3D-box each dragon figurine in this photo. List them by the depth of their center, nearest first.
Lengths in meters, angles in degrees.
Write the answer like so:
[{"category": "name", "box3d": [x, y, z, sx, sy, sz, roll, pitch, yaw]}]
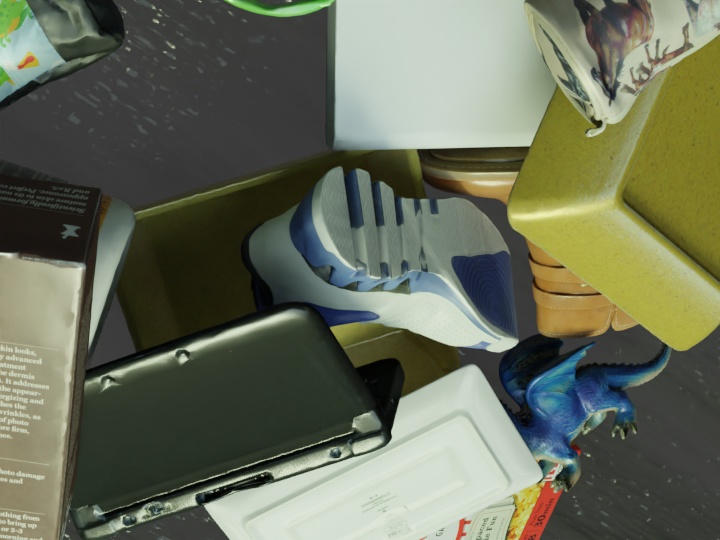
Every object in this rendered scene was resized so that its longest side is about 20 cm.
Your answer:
[{"category": "dragon figurine", "box3d": [0.131, 0.077, 1.268, 0.200, 0.059, 0.100, -38, 110, -16]}]

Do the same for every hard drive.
[{"category": "hard drive", "box3d": [0.079, -0.139, 1.125, 0.198, 0.026, 0.133, -2, 103, -14]}]

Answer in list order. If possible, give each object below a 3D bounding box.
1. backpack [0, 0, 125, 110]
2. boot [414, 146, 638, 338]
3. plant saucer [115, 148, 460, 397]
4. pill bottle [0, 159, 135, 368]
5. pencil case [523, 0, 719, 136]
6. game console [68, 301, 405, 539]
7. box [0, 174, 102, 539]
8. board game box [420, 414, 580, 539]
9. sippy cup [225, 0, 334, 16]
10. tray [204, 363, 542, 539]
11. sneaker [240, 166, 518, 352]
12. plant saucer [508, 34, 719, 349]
[{"category": "backpack", "box3d": [-0.242, -0.121, 0.977, 0.200, 0.163, 0.154, -40, 127, 8]}, {"category": "boot", "box3d": [0.123, -0.024, 1.219, 0.198, 0.074, 0.156, -1, 129, -12]}, {"category": "plant saucer", "box3d": [-0.049, 0.010, 1.208, 0.198, 0.049, 0.201, -16, 127, -3]}, {"category": "pill bottle", "box3d": [-0.235, -0.014, 1.074, 0.199, 0.117, 0.117, 19, 119, -5]}, {"category": "pencil case", "box3d": [0.179, -0.157, 1.026, 0.199, 0.090, 0.078, -36, 170, -6]}, {"category": "game console", "box3d": [-0.089, 0.071, 1.118, 0.199, 0.176, 0.117, -18, 104, 12]}, {"category": "box", "box3d": [-0.192, 0.051, 0.979, 0.099, 0.075, 0.201, 9, 126, -4]}, {"category": "board game box", "box3d": [0.038, 0.173, 1.322, 0.199, 0.046, 0.152, -1, 126, -33]}, {"category": "sippy cup", "box3d": [-0.036, -0.235, 0.995, 0.129, 0.179, 0.140, 18, 154, -14]}, {"category": "tray", "box3d": [0.010, 0.144, 1.219, 0.199, 0.022, 0.108, -27, 122, 10]}, {"category": "sneaker", "box3d": [-0.001, 0.000, 1.141, 0.115, 0.081, 0.199, -18, 154, 36]}, {"category": "plant saucer", "box3d": [0.194, -0.075, 1.126, 0.200, 0.048, 0.201, 33, 77, -41]}]
